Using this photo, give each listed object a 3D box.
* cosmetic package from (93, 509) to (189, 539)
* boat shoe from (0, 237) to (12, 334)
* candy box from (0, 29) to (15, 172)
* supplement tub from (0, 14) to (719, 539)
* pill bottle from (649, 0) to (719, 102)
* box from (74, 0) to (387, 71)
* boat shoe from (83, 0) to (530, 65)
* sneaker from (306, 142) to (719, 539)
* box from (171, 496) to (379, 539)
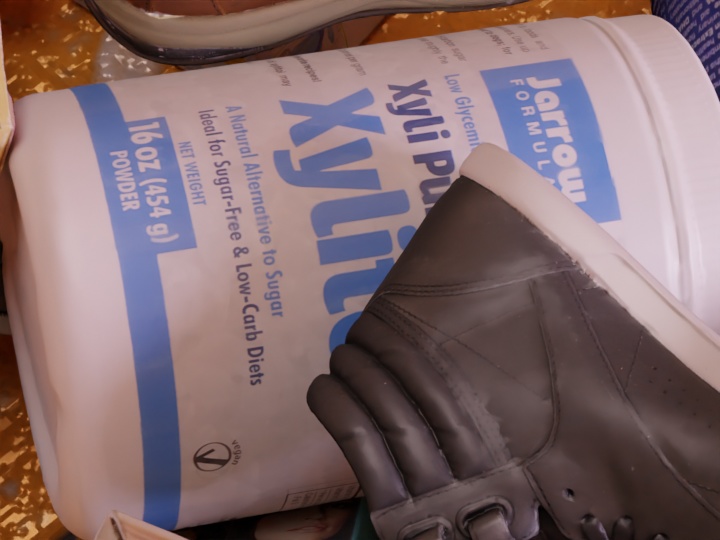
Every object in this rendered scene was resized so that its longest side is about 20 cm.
[{"bbox_3d":[0.013,0.143,0.591,0.105,0.200,0.071,-60,20,10],"label":"cosmetic package"},{"bbox_3d":[-0.134,-0.024,0.825,0.072,0.201,0.060,50,125,38],"label":"boat shoe"},{"bbox_3d":[-0.201,-0.076,0.730,0.199,0.057,0.117,5,51,-20],"label":"candy box"},{"bbox_3d":[0.000,0.000,0.777,0.199,0.132,0.132,-10,58,-12],"label":"supplement tub"},{"bbox_3d":[0.149,-0.057,0.818,0.112,0.112,0.200,-8,59,7],"label":"pill bottle"},{"bbox_3d":[-0.053,-0.157,0.867,0.112,0.200,0.101,32,72,26],"label":"box"},{"bbox_3d":[0.015,-0.119,0.771,0.200,0.074,0.076,-20,57,-18],"label":"boat shoe"},{"bbox_3d":[0.068,0.064,0.661,0.099,0.071,0.200,-46,63,-3],"label":"sneaker"},{"bbox_3d":[-0.040,0.119,0.725,0.082,0.049,0.200,-8,18,8],"label":"box"}]
